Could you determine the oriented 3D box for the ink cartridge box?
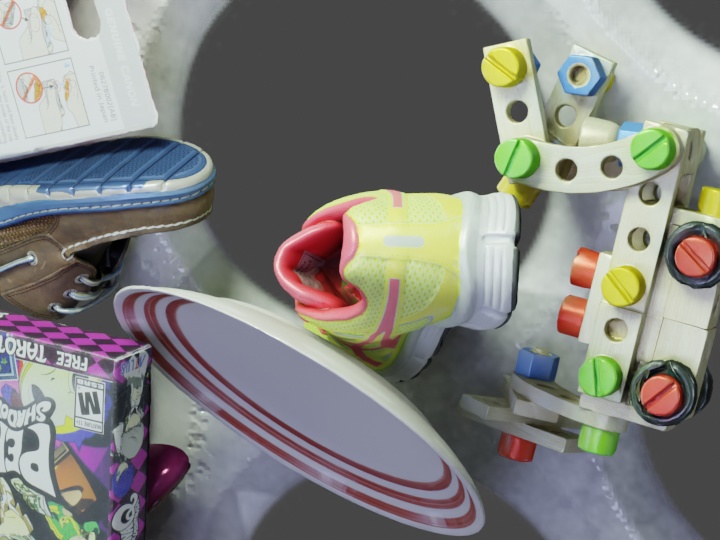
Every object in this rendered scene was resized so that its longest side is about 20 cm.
[{"bbox_3d":[-0.195,-0.131,1.361,0.200,0.050,0.161,-11,102,23],"label":"ink cartridge box"}]

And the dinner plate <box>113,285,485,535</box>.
[{"bbox_3d":[-0.025,0.059,1.299,0.200,0.200,0.024,27,71,13],"label":"dinner plate"}]

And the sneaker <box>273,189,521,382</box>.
[{"bbox_3d":[0.000,0.000,1.254,0.090,0.200,0.078,4,76,-17],"label":"sneaker"}]

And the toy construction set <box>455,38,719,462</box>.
[{"bbox_3d":[0.101,0.003,1.253,0.131,0.092,0.200,16,112,17],"label":"toy construction set"}]

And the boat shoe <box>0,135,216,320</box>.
[{"bbox_3d":[-0.148,-0.018,1.370,0.200,0.072,0.073,-5,110,34],"label":"boat shoe"}]

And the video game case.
[{"bbox_3d":[-0.195,0.105,1.377,0.200,0.036,0.182,13,109,27],"label":"video game case"}]

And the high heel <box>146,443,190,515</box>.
[{"bbox_3d":[-0.179,0.101,1.413,0.200,0.067,0.096,-23,108,30],"label":"high heel"}]
